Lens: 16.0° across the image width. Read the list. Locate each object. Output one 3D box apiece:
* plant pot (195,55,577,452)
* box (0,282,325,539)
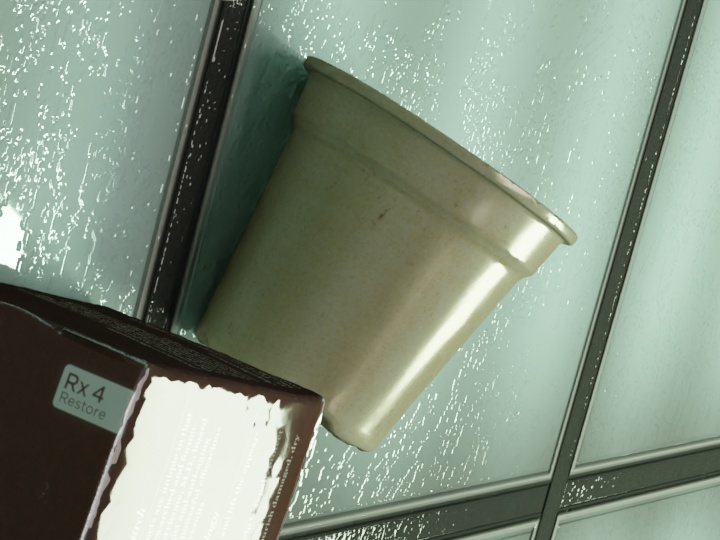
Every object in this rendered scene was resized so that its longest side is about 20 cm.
[{"bbox_3d":[0.000,0.000,1.569,0.184,0.200,0.200,-56,151,-1],"label":"plant pot"},{"bbox_3d":[-0.152,0.108,1.365,0.200,0.165,0.165,16,95,-61],"label":"box"}]
